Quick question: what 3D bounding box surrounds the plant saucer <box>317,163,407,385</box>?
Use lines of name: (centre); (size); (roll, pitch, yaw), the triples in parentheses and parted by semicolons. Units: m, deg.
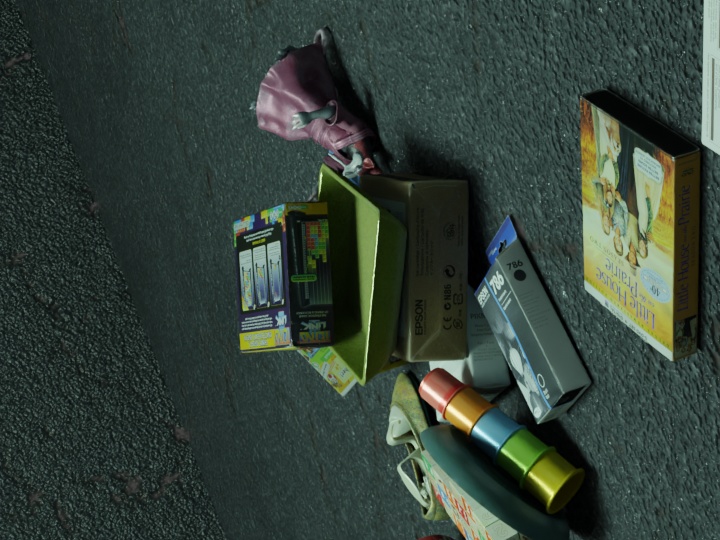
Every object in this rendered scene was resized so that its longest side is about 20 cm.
plant saucer: (0.000, 0.000, 1.790); (0.200, 0.048, 0.201); (-136, 48, -63)

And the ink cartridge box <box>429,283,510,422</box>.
ink cartridge box: (0.116, 0.059, 1.856); (0.160, 0.047, 0.201); (122, 144, -67)

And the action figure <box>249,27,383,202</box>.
action figure: (-0.038, -0.179, 1.986); (0.200, 0.149, 0.134); (40, 148, 21)

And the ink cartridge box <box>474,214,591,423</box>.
ink cartridge box: (0.169, 0.051, 1.674); (0.100, 0.039, 0.200); (111, 138, -64)

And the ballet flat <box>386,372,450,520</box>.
ballet flat: (0.071, 0.230, 2.083); (0.071, 0.071, 0.200); (123, 127, -67)

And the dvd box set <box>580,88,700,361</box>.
dvd box set: (0.240, -0.040, 1.392); (0.146, 0.029, 0.200); (-133, 31, -52)

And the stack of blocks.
stack of blocks: (0.146, 0.278, 1.888); (0.200, 0.058, 0.115); (51, 164, 48)

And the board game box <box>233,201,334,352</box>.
board game box: (-0.091, 0.011, 1.890); (0.200, 0.057, 0.166); (170, 96, -68)

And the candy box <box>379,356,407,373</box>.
candy box: (-0.005, 0.042, 2.065); (0.026, 0.102, 0.201); (-142, 38, -65)

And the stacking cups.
stacking cups: (0.149, 0.176, 1.726); (0.200, 0.060, 0.061); (40, 147, 28)

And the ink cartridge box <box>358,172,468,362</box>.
ink cartridge box: (0.057, -0.007, 1.812); (0.165, 0.075, 0.201); (-167, 75, -68)

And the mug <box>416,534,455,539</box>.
mug: (0.121, 0.459, 2.060); (0.200, 0.133, 0.178); (-126, 27, -51)

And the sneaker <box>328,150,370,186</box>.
sneaker: (-0.008, -0.086, 1.996); (0.066, 0.078, 0.200); (93, 154, -52)

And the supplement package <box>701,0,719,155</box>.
supplement package: (0.292, -0.161, 0.925); (0.111, 0.155, 0.200); (-132, 30, -52)

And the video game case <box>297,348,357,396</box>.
video game case: (-0.038, 0.042, 1.993); (0.182, 0.023, 0.200); (45, 137, 5)

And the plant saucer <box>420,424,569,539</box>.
plant saucer: (0.152, 0.227, 1.739); (0.200, 0.027, 0.200); (36, -170, -7)
